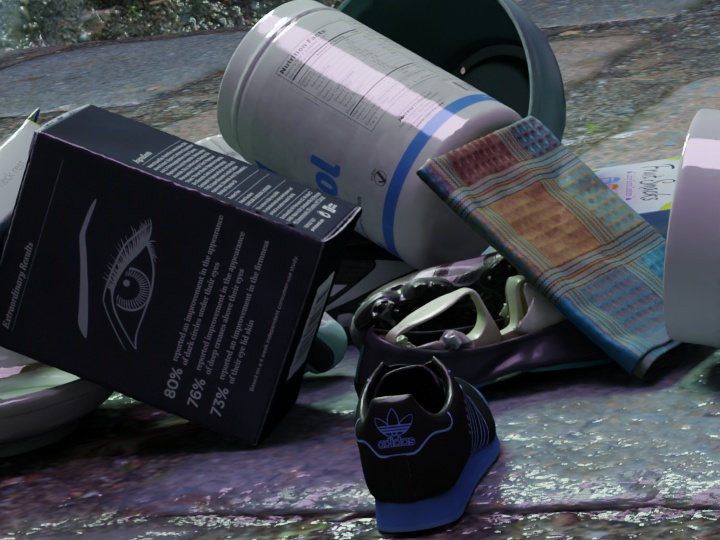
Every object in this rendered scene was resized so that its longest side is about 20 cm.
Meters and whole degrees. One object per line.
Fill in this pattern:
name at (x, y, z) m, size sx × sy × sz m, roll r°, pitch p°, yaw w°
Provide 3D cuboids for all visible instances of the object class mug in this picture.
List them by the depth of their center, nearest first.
mug at (0.293, -0.010, 1.485) m, size 0.175 × 0.148 × 0.200 m, roll 8°, pitch -13°, yaw 16°

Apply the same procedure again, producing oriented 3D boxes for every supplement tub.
supplement tub at (0.010, -0.096, 1.693) m, size 0.200 × 0.132 × 0.132 m, roll 32°, pitch 35°, yaw 32°

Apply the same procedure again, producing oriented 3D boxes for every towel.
towel at (0.146, -0.019, 1.558) m, size 0.200 × 0.022 × 0.147 m, roll 44°, pitch 35°, yaw 15°

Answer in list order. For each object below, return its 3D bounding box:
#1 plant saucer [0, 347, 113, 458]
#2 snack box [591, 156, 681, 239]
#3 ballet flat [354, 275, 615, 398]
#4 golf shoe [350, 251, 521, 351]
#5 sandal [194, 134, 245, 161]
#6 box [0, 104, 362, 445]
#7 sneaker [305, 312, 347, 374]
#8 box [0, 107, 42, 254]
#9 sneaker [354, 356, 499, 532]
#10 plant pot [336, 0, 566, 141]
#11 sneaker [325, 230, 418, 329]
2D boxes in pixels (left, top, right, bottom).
plant saucer at (-0.244, 0.089, 1.585) m, size 0.200 × 0.050 × 0.200 m, roll -8°, pitch 12°, yaw 2°
snack box at (0.204, -0.033, 1.778) m, size 0.168 × 0.068 × 0.200 m, roll -8°, pitch 13°, yaw 9°
ballet flat at (0.089, 0.041, 1.524) m, size 0.200 × 0.073 × 0.073 m, roll -13°, pitch 13°, yaw -18°
golf shoe at (0.088, 0.017, 1.614) m, size 0.200 × 0.078 × 0.094 m, roll -8°, pitch 9°, yaw -9°
sandal at (-0.123, -0.054, 1.807) m, size 0.203 × 0.082 × 0.050 m, roll -17°, pitch -25°, yaw -41°
box at (-0.122, 0.000, 1.513) m, size 0.200 × 0.148 × 0.104 m, roll 22°, pitch 18°, yaw 7°
sneaker at (-0.089, -0.009, 1.653) m, size 0.200 × 0.078 × 0.140 m, roll 18°, pitch 47°, yaw 7°
box at (-0.250, -0.011, 1.553) m, size 0.048 × 0.122 × 0.200 m, roll 27°, pitch 35°, yaw 6°
sneaker at (0.038, 0.081, 1.353) m, size 0.070 × 0.078 × 0.200 m, roll -7°, pitch 13°, yaw 8°
plant pot at (0.076, -0.123, 1.810) m, size 0.200 × 0.200 × 0.134 m, roll -1°, pitch -3°, yaw 33°
sneaker at (0.000, 0.000, 1.718) m, size 0.200 × 0.091 × 0.066 m, roll -12°, pitch 13°, yaw -13°
